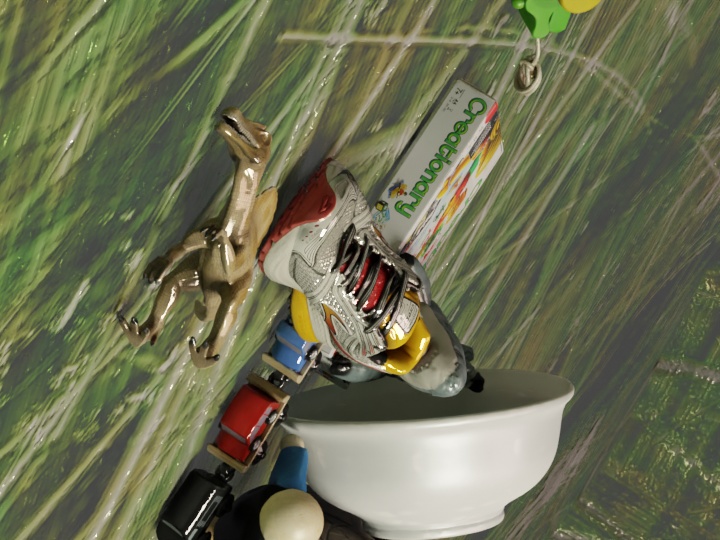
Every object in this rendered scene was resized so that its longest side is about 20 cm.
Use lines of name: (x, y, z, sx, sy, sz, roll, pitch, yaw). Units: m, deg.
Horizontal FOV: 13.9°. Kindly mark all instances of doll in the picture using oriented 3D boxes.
doll: (-0.067, 0.167, 1.883, 0.136, 0.048, 0.200, -62, -172, -18)

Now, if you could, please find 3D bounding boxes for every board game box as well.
board game box: (0.026, -0.022, 1.940, 0.200, 0.035, 0.126, -56, 169, -7)

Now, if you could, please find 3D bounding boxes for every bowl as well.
bowl: (0.045, 0.126, 1.960, 0.201, 0.201, 0.090, -23, 110, -72)

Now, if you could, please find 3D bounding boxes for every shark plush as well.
shark plush: (0.043, 0.062, 1.932, 0.091, 0.083, 0.200, -56, 168, -8)

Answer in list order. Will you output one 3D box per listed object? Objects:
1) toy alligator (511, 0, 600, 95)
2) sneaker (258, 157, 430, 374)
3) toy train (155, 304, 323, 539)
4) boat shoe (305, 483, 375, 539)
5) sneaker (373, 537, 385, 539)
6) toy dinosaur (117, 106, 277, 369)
toy alligator: (0.117, -0.187, 1.854, 0.054, 0.059, 0.200, 1, 135, -27)
sneaker: (0.000, 0.000, 1.726, 0.078, 0.082, 0.200, -55, 158, -12)
toy train: (-0.069, 0.092, 1.846, 0.200, 0.034, 0.046, -58, 159, 4)
boat shoe: (-0.029, 0.200, 1.964, 0.200, 0.074, 0.073, -116, -129, -79)
sneaker: (0.008, 0.248, 2.530, 0.200, 0.081, 0.088, -69, 166, 14)
toy dinosaur: (-0.072, 0.003, 1.506, 0.101, 0.058, 0.200, -53, 168, -33)
